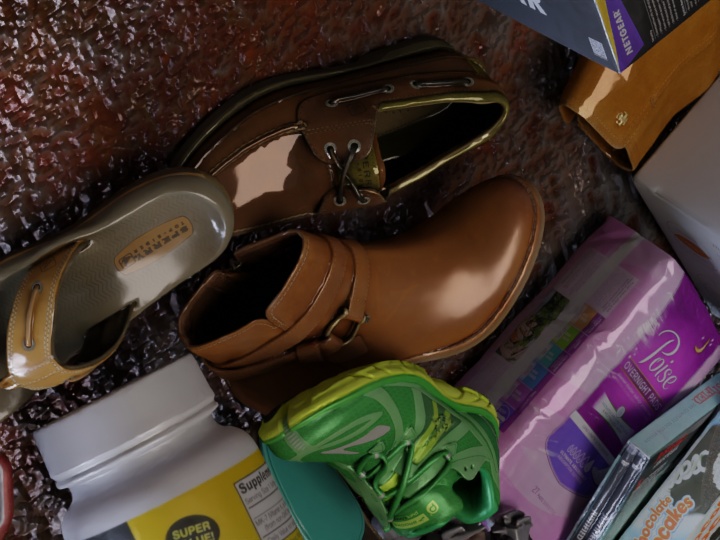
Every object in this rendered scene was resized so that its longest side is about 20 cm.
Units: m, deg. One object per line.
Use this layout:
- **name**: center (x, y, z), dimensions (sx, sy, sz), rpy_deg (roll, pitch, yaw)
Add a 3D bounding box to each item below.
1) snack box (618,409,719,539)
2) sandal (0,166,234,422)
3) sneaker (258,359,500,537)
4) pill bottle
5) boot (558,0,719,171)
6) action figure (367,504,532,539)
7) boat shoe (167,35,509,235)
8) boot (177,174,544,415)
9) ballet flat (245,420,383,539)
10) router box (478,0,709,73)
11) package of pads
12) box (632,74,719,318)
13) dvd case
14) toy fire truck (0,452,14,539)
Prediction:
- **snack box**: center (0.224, 0.146, 1.421), dimensions (0.200, 0.037, 0.116), rpy_deg (-52, 161, 0)
- **sandal**: center (-0.146, 0.022, 1.112), dimensions (0.199, 0.054, 0.081), rpy_deg (-34, 131, -1)
- **sneaker**: center (0.024, 0.101, 1.206), dimensions (0.074, 0.084, 0.199), rpy_deg (-29, 155, 30)
- **pill bottle**: center (-0.087, 0.153, 1.152), dimensions (0.114, 0.114, 0.201), rpy_deg (-27, 91, -24)
- **boot**: center (0.159, -0.153, 1.259), dimensions (0.144, 0.071, 0.201), rpy_deg (-53, 142, -11)
- **action figure**: center (0.066, 0.206, 1.338), dimensions (0.130, 0.070, 0.200), rpy_deg (-27, 116, 33)
- **boat shoe**: center (-0.011, -0.069, 1.174), dimensions (0.199, 0.068, 0.072), rpy_deg (-29, 131, -22)
- **boot**: center (0.000, 0.000, 1.206), dimensions (0.200, 0.077, 0.155), rpy_deg (-39, 145, 10)
- **ballet flat**: center (-0.015, 0.172, 1.260), dimensions (0.200, 0.065, 0.071), rpy_deg (50, 38, -13)
- **router box**: center (0.118, -0.196, 1.114), dimensions (0.157, 0.200, 0.052), rpy_deg (-38, 132, -14)
- **package of pads**: center (0.133, 0.078, 1.372), dimensions (0.200, 0.076, 0.121), rpy_deg (-48, 138, -7)
- **box**: center (0.282, -0.015, 1.364), dimensions (0.106, 0.152, 0.200), rpy_deg (-49, 146, -5)
- **dvd case**: center (0.170, 0.161, 1.418), dimensions (0.146, 0.022, 0.201), rpy_deg (-28, 151, -50)
- **toy fire truck**: center (-0.265, 0.179, 1.091), dimensions (0.199, 0.112, 0.169), rpy_deg (-7, 102, -37)
